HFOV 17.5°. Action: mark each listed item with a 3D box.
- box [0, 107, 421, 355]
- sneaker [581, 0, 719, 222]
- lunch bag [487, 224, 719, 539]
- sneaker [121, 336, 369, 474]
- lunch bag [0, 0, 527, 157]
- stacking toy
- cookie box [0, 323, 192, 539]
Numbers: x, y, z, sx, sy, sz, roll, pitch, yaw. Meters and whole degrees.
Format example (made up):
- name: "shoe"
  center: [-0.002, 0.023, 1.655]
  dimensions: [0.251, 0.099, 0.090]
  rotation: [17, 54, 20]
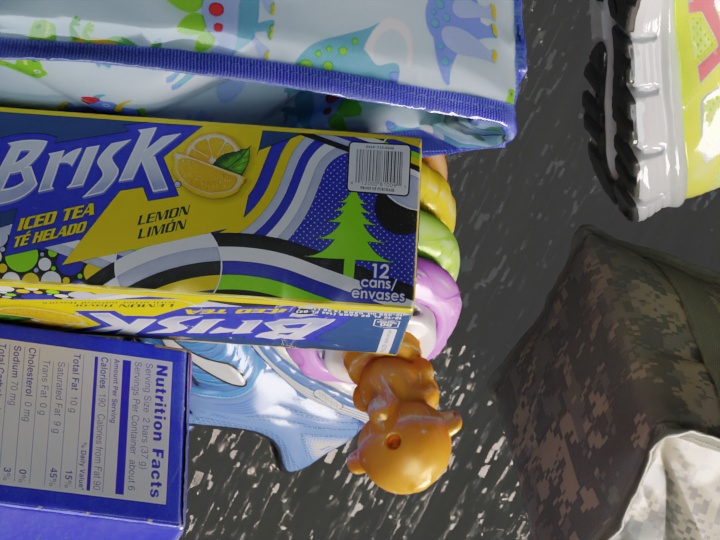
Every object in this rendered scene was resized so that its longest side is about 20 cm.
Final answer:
- name: "box"
  center: [-0.080, -0.014, 0.811]
  dimensions: [0.200, 0.070, 0.064]
  rotation: [5, 75, -3]
- name: "sneaker"
  center: [0.139, -0.119, 0.937]
  dimensions: [0.090, 0.078, 0.200]
  rotation: [-10, 125, -11]
- name: "lunch bag"
  center: [0.173, 0.087, 0.995]
  dimensions: [0.200, 0.164, 0.118]
  rotation: [20, 117, -18]
- name: "sneaker"
  center: [-0.075, 0.023, 0.976]
  dimensions: [0.200, 0.079, 0.089]
  rotation: [39, 105, -24]
- name: "lunch bag"
  center: [-0.041, -0.128, 0.833]
  dimensions: [0.200, 0.127, 0.170]
  rotation: [1, 75, -3]
- name: "stacking toy"
  center: [0.000, 0.000, 0.892]
  dimensions: [0.116, 0.200, 0.110]
  rotation: [-23, 145, 8]
- name: "cookie box"
  center: [-0.176, 0.079, 0.858]
  dimensions: [0.200, 0.075, 0.171]
  rotation: [9, 152, -15]
